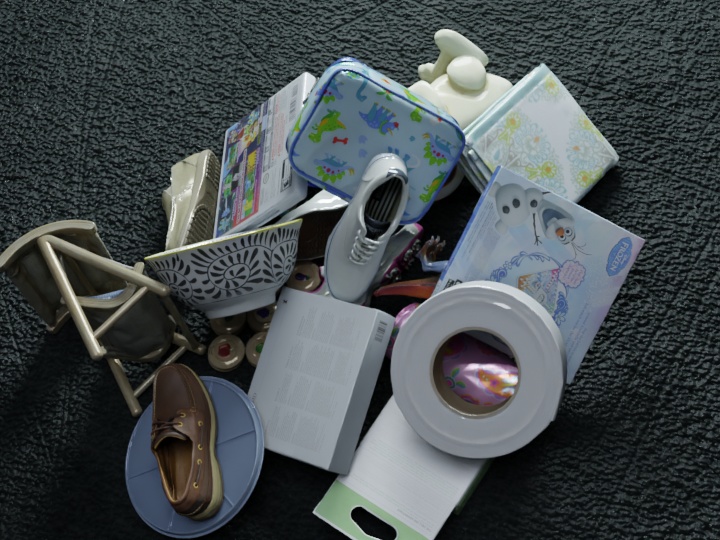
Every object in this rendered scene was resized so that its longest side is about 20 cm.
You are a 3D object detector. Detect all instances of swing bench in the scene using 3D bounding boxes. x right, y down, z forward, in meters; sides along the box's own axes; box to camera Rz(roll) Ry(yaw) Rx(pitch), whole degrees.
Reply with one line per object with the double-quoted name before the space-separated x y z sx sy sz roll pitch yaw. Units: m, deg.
"swing bench" -0.325 0.048 1.513 0.200 0.199 0.130 39 74 22

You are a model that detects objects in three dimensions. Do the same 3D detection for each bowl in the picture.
"bowl" -0.158 0.004 1.481 0.200 0.201 0.094 -14 95 0

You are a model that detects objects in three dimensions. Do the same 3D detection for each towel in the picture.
"towel" 0.229 -0.153 1.580 0.200 0.048 0.171 -43 100 -23

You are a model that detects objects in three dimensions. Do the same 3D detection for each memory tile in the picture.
"memory tile" -0.127 0.037 1.595 0.153 0.017 0.200 -4 63 5

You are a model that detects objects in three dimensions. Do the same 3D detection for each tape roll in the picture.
"tape roll" 0.139 0.114 1.388 0.202 0.071 0.203 1 94 14

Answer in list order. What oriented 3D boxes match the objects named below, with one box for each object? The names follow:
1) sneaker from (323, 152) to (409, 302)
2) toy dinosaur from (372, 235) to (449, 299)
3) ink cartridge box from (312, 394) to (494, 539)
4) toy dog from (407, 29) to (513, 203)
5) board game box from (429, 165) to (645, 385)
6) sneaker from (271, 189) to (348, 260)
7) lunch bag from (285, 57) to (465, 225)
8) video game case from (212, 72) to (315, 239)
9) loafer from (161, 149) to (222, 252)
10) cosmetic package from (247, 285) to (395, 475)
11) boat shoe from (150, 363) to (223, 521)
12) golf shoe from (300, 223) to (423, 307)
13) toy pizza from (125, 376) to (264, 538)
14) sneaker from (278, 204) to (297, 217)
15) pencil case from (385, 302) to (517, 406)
"sneaker" 0.004 -0.046 1.458 0.073 0.200 0.071 14 21 -10
"toy dinosaur" 0.150 0.037 1.518 0.200 0.105 0.182 -41 76 -7
"ink cartridge box" 0.058 0.252 1.446 0.145 0.048 0.200 29 73 20
"toy dog" 0.114 -0.186 1.626 0.194 0.140 0.200 33 69 -9
"board game box" 0.210 0.006 1.455 0.199 0.043 0.200 27 94 -4
"sneaker" -0.041 -0.076 1.615 0.200 0.073 0.085 -23 30 -12
"lunch bag" 0.015 -0.157 1.492 0.200 0.082 0.161 26 106 -14
"video game case" -0.130 -0.146 1.613 0.182 0.023 0.200 -29 47 40
"loafer" -0.237 -0.077 1.638 0.068 0.076 0.200 -9 49 20
"cosmetic package" -0.057 0.132 1.465 0.151 0.052 0.200 14 82 33
"boat shoe" -0.215 0.198 1.433 0.072 0.068 0.200 -24 61 17
"golf shoe" 0.000 0.000 1.561 0.091 0.075 0.200 39 72 15
"toy pizza" -0.202 0.229 1.474 0.200 0.032 0.201 -10 67 23
"sneaker" -0.063 -0.157 1.648 0.091 0.078 0.200 21 66 -12
"pencil case" 0.123 0.119 1.487 0.200 0.087 0.087 31 71 21
